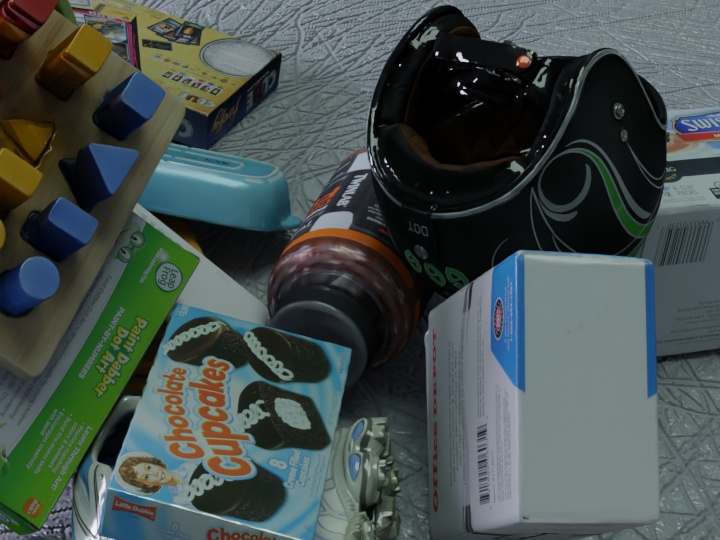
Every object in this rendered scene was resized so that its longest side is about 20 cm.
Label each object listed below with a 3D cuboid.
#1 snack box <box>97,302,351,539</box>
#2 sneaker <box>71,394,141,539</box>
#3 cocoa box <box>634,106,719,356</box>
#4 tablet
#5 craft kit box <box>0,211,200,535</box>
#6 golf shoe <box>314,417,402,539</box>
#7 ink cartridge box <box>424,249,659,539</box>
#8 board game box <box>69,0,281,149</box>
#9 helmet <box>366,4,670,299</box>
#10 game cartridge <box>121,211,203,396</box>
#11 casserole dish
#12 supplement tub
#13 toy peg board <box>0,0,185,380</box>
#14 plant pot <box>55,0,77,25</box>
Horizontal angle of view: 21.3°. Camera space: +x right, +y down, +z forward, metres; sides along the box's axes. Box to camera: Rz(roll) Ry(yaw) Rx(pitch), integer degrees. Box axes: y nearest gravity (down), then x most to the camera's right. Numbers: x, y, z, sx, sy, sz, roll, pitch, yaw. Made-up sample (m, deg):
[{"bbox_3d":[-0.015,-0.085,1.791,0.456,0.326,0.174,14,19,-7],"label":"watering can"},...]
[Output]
[{"bbox_3d":[-0.073,0.096,1.104,0.115,0.037,0.201,15,30,-2],"label":"snack box"},{"bbox_3d":[-0.131,0.151,1.100,0.071,0.073,0.201,2,36,-14],"label":"sneaker"},{"bbox_3d":[0.252,-0.032,1.401,0.198,0.135,0.132,-6,36,-21],"label":"cocoa box"},{"bbox_3d":[-0.145,-0.014,1.265,0.199,0.014,0.130,38,16,-9],"label":"tablet"},{"bbox_3d":[-0.223,0.019,1.133,0.197,0.048,0.201,37,64,-14],"label":"craft kit box"},{"bbox_3d":[-0.030,0.166,1.119,0.096,0.079,0.201,-6,27,9],"label":"golf shoe"},{"bbox_3d":[0.100,0.080,1.107,0.083,0.148,0.200,2,-10,-11],"label":"ink cartridge box"},{"bbox_3d":[-0.184,-0.172,1.596,0.198,0.035,0.136,21,35,17],"label":"board game box"},{"bbox_3d":[0.106,-0.068,1.245,0.198,0.191,0.202,-12,63,23],"label":"helmet"},{"bbox_3d":[-0.186,0.017,1.320,0.174,0.033,0.201,-5,37,-20],"label":"game cartridge"},{"bbox_3d":[-0.137,-0.068,1.414,0.198,0.039,0.121,12,11,5],"label":"casserole dish"},{"bbox_3d":[0.000,0.000,1.320,0.106,0.108,0.200,15,34,10],"label":"supplement tub"},{"bbox_3d":[-0.208,-0.079,1.083,0.198,0.098,0.201,35,65,-18],"label":"toy peg board"},{"bbox_3d":[-0.342,-0.166,1.441,0.199,0.202,0.189,-18,29,-35],"label":"plant pot"}]
